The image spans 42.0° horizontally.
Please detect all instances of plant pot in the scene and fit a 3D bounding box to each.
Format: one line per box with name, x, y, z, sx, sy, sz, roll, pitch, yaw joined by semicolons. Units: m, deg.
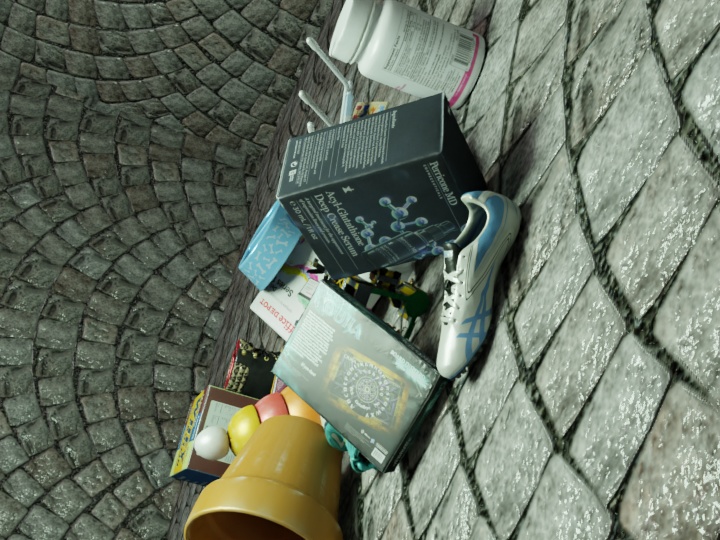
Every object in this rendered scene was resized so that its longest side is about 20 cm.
plant pot;-0.106;0.301;1.240;0.200;0.200;0.184;-59;7;44

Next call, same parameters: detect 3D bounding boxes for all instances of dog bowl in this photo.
dog bowl;-0.132;-0.049;1.431;0.112;0.049;0.200;-51;12;26

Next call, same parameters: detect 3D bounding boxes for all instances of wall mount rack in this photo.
wall mount rack;-0.047;-0.214;1.304;0.174;0.074;0.201;97;176;-49

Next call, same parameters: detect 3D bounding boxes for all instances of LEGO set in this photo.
LEGO set;-0.013;0.075;1.209;0.116;0.153;0.201;32;112;54

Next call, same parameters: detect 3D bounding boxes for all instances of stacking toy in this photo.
stacking toy;-0.145;0.241;1.384;0.146;0.199;0.147;171;90;-75

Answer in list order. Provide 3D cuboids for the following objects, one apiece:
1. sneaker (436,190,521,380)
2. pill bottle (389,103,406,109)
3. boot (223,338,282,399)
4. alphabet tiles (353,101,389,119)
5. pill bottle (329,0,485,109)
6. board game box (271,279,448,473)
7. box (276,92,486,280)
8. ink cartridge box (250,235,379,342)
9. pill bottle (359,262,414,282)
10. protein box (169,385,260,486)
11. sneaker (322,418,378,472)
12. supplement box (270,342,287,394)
sneaker;0.109;0.014;0.978;0.072;0.072;0.201;-178;104;-75
pill bottle;0.047;-0.174;1.402;0.200;0.113;0.114;169;119;-75
boot;-0.149;0.153;1.686;0.073;0.150;0.201;-140;68;-76
alphabet tiles;-0.012;-0.162;1.337;0.167;0.006;0.200;-69;20;2
pill bottle;0.064;-0.313;1.325;0.113;0.199;0.114;-161;90;-78
board game box;-0.004;0.119;1.089;0.200;0.028;0.136;38;105;31
box;0.029;-0.092;1.081;0.199;0.149;0.107;-14;44;21
ink cartridge box;-0.052;0.020;1.389;0.200;0.084;0.145;-56;44;2
pill bottle;0.058;-0.085;1.229;0.116;0.115;0.200;-94;25;-59
protein box;-0.189;0.295;1.547;0.199;0.199;0.135;139;147;-66
sneaker;-0.001;0.211;1.169;0.200;0.077;0.080;142;136;-68
supplement box;-0.074;0.151;1.523;0.200;0.085;0.111;129;155;-58
